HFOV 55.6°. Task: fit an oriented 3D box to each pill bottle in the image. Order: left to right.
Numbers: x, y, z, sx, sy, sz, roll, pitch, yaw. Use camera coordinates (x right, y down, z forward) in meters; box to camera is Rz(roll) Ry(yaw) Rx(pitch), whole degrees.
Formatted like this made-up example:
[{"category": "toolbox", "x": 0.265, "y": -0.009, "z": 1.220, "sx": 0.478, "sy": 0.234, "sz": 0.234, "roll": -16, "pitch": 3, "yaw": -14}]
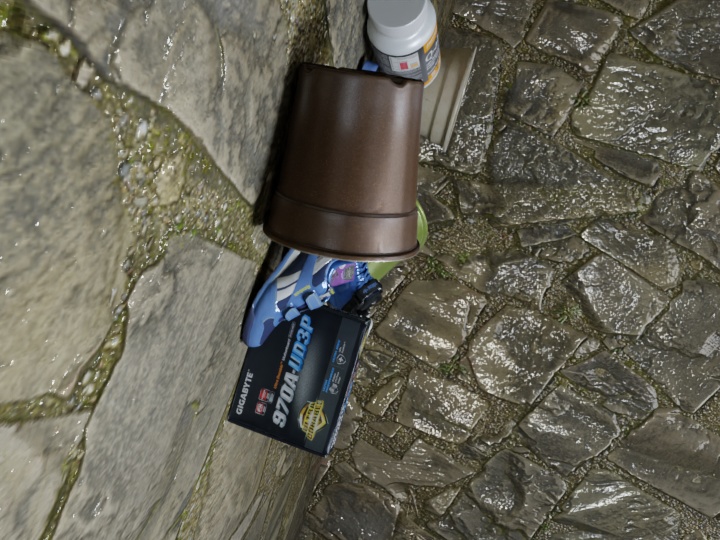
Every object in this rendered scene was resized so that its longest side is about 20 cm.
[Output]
[{"category": "pill bottle", "x": 0.072, "y": -0.391, "z": 1.136, "sx": 0.200, "sy": 0.114, "sz": 0.118, "roll": 51, "pitch": 57, "yaw": -75}]

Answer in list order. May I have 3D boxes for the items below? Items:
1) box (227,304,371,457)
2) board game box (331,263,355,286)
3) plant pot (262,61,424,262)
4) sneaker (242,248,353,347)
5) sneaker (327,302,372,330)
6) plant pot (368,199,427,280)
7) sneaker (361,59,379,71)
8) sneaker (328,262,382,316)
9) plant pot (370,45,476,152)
[{"category": "box", "x": -0.087, "y": 0.143, "z": 0.983, "sx": 0.046, "sy": 0.156, "sz": 0.204, "roll": 6, "pitch": 102, "yaw": -82}, {"category": "board game box", "x": -0.044, "y": -0.073, "z": 1.019, "sx": 0.119, "sy": 0.032, "sz": 0.204, "roll": -20, "pitch": 121, "yaw": -54}, {"category": "plant pot", "x": -0.010, "y": -0.136, "z": 0.819, "sx": 0.200, "sy": 0.196, "sz": 0.202, "roll": -56, "pitch": 156, "yaw": -72}, {"category": "sneaker", "x": -0.085, "y": 0.028, "z": 0.926, "sx": 0.201, "sy": 0.082, "sz": 0.074, "roll": -53, "pitch": 177, "yaw": -4}, {"category": "sneaker", "x": -0.043, "y": 0.082, "z": 1.349, "sx": 0.201, "sy": 0.079, "sz": 0.085, "roll": -117, "pitch": -148, "yaw": -47}, {"category": "plant pot", "x": 0.005, "y": -0.052, "z": 1.337, "sx": 0.191, "sy": 0.198, "sz": 0.202, "roll": -52, "pitch": 162, "yaw": -41}, {"category": "sneaker", "x": 0.021, "y": -0.274, "z": 1.223, "sx": 0.071, "sy": 0.077, "sz": 0.202, "roll": -67, "pitch": 172, "yaw": -46}, {"category": "sneaker", "x": 0.001, "y": 0.000, "z": 1.139, "sx": 0.076, "sy": 0.111, "sz": 0.202, "roll": -28, "pitch": 150, "yaw": -45}, {"category": "plant pot", "x": 0.107, "y": -0.353, "z": 1.311, "sx": 0.200, "sy": 0.180, "sz": 0.204, "roll": 18, "pitch": 90, "yaw": -85}]
